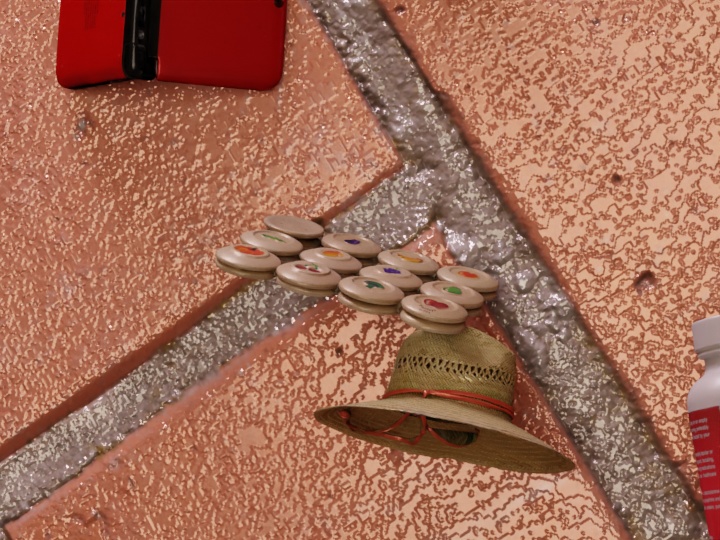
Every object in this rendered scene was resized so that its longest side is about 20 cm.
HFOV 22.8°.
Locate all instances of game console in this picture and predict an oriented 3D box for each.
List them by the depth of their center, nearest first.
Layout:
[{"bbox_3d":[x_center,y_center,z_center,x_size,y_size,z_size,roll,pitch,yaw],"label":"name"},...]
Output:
[{"bbox_3d":[-0.158,-0.249,1.491,0.171,0.118,0.202,-3,82,47],"label":"game console"}]

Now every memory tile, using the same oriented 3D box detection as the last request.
[{"bbox_3d":[0.000,0.000,1.352,0.198,0.153,0.017,15,106,15],"label":"memory tile"}]

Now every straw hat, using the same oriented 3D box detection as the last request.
[{"bbox_3d":[0.067,0.085,1.312,0.199,0.201,0.086,8,75,16],"label":"straw hat"}]

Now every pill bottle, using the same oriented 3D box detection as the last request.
[{"bbox_3d":[0.295,0.130,1.273,0.111,0.112,0.202,-11,81,14],"label":"pill bottle"}]
